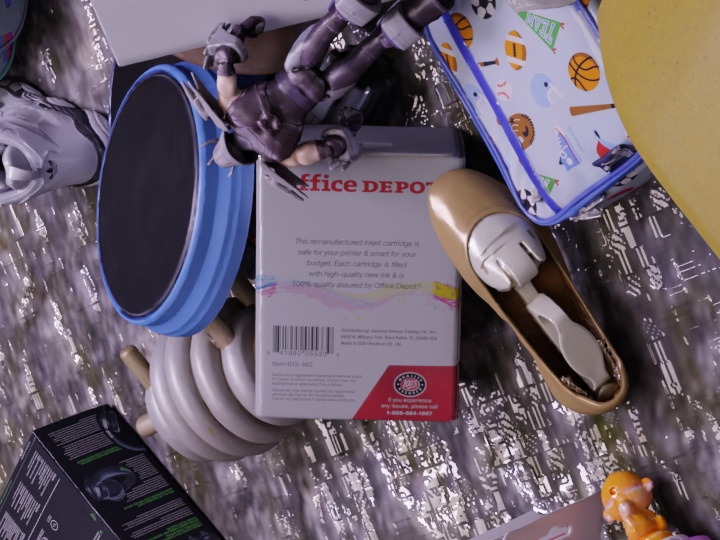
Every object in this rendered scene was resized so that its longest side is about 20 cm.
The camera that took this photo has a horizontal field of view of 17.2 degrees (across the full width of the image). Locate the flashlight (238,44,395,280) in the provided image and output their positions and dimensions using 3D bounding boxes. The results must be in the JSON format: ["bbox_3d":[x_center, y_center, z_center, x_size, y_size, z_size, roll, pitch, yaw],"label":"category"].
[{"bbox_3d":[-0.037,-0.079,1.770,0.200,0.068,0.068,-58,29,34],"label":"flashlight"}]

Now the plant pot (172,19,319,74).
[{"bbox_3d":[-0.075,-0.259,1.664,0.200,0.200,0.198,41,136,27],"label":"plant pot"}]

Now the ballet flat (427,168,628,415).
[{"bbox_3d":[0.120,0.013,1.613,0.200,0.069,0.063,52,175,-10],"label":"ballet flat"}]

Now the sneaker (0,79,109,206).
[{"bbox_3d":[-0.302,-0.107,1.976,0.200,0.115,0.075,17,115,40],"label":"sneaker"}]

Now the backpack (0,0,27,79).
[{"bbox_3d":[-0.361,-0.229,1.952,0.153,0.176,0.200,24,124,41],"label":"backpack"}]

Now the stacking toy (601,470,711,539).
[{"bbox_3d":[0.218,0.221,1.605,0.116,0.110,0.200,-44,61,27],"label":"stacking toy"}]

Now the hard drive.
[{"bbox_3d":[-0.082,-0.208,1.566,0.132,0.200,0.027,71,-172,-50],"label":"hard drive"}]

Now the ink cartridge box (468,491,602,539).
[{"bbox_3d":[0.106,0.250,1.700,0.067,0.116,0.200,23,118,37],"label":"ink cartridge box"}]

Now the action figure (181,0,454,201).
[{"bbox_3d":[-0.030,-0.130,1.580,0.200,0.069,0.130,-41,116,21],"label":"action figure"}]

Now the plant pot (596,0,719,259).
[{"bbox_3d":[0.252,-0.141,1.380,0.200,0.195,0.194,47,131,31],"label":"plant pot"}]

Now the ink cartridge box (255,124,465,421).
[{"bbox_3d":[0.000,0.000,1.695,0.146,0.083,0.200,2,109,1],"label":"ink cartridge box"}]

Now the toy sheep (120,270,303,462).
[{"bbox_3d":[-0.106,0.083,1.841,0.200,0.138,0.138,-26,85,42],"label":"toy sheep"}]

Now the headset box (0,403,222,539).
[{"bbox_3d":[-0.216,0.249,2.029,0.200,0.093,0.174,47,131,22],"label":"headset box"}]

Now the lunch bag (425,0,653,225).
[{"bbox_3d":[0.130,-0.131,1.580,0.160,0.076,0.200,-36,77,47],"label":"lunch bag"}]

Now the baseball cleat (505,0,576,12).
[{"bbox_3d":[0.074,-0.215,1.476,0.200,0.070,0.106,11,113,10],"label":"baseball cleat"}]

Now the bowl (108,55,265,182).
[{"bbox_3d":[-0.137,-0.123,1.820,0.201,0.039,0.201,4,94,58],"label":"bowl"}]

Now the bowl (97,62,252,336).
[{"bbox_3d":[-0.139,-0.053,1.730,0.201,0.039,0.201,-17,70,60],"label":"bowl"}]
